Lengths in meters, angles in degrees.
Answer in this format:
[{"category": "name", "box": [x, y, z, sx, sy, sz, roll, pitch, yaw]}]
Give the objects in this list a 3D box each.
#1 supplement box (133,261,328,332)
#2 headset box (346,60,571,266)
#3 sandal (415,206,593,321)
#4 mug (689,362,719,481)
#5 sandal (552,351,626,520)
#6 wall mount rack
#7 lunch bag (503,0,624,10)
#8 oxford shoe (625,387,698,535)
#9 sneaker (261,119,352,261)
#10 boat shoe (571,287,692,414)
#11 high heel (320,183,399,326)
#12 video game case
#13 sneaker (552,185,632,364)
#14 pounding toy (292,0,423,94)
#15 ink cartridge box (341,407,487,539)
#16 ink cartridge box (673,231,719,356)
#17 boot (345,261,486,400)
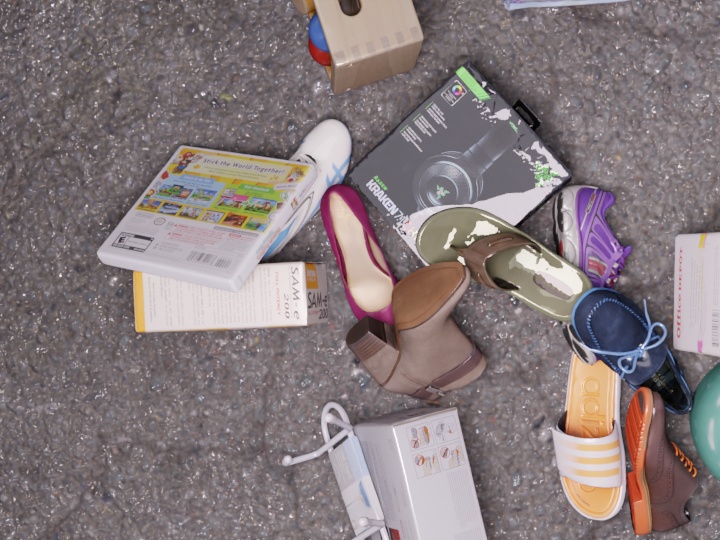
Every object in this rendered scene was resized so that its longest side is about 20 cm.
[{"category": "supplement box", "box": [-0.145, 0.031, 1.450, 0.199, 0.126, 0.074, -3, 89, 11]}, {"category": "headset box", "box": [0.118, -0.110, 1.419, 0.200, 0.093, 0.174, -41, 85, 7]}, {"category": "sandal", "box": [0.155, -0.010, 1.340, 0.200, 0.057, 0.080, 23, 96, 9]}, {"category": "mug", "box": [0.442, 0.181, 1.355, 0.152, 0.114, 0.186, -33, 85, 8]}, {"category": "sandal", "box": [0.248, 0.174, 1.408, 0.079, 0.059, 0.208, -3, 86, 32]}, {"category": "wall mount rack", "box": [-0.020, 0.238, 1.403, 0.074, 0.174, 0.201, -10, 70, -29]}, {"category": "lunch bag", "box": [0.251, -0.382, 1.379, 0.199, 0.127, 0.171, -2, 92, 3]}, {"category": "oxford shoe", "box": [0.326, 0.203, 1.368, 0.072, 0.071, 0.201, -5, 128, 6]}, {"category": "sneaker", "box": [-0.080, -0.090, 1.465, 0.072, 0.072, 0.200, 39, 95, 9]}, {"category": "boat shoe", "box": [0.303, 0.085, 1.348, 0.200, 0.069, 0.084, 35, 97, -36]}, {"category": "high heel", "box": [0.000, 0.000, 1.439, 0.067, 0.096, 0.201, -23, 87, 9]}, {"category": "video game case", "box": [-0.172, -0.063, 1.419, 0.199, 0.023, 0.182, 11, 53, 33]}, {"category": "sneaker", "box": [0.260, 0.003, 1.399, 0.083, 0.081, 0.201, -1, 82, -1]}, {"category": "pounding toy", "box": [-0.032, -0.310, 1.411, 0.141, 0.184, 0.201, -18, 88, -3]}, {"category": "ink cartridge box", "box": [0.062, 0.260, 1.423, 0.083, 0.175, 0.201, -13, 89, -21]}, {"category": "ink cartridge box", "box": [0.415, 0.025, 1.327, 0.124, 0.200, 0.130, 2, 91, -8]}, {"category": "boot", "box": [0.087, 0.073, 1.394, 0.200, 0.146, 0.071, -32, 41, 36]}]
